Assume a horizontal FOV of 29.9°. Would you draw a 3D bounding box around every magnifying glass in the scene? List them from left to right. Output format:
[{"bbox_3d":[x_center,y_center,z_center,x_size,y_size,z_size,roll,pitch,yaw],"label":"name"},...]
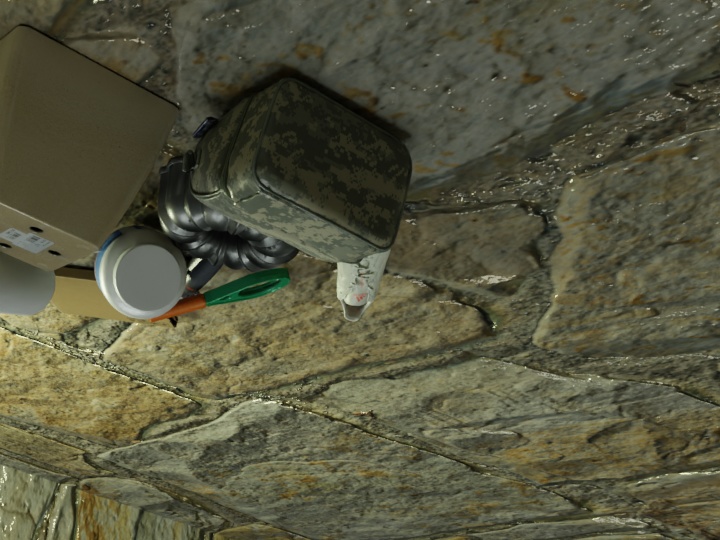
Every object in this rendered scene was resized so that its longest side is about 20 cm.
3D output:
[{"bbox_3d":[-0.191,0.033,1.823,0.197,0.023,0.080,-18,168,-10],"label":"magnifying glass"}]

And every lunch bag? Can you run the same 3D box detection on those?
[{"bbox_3d":[-0.070,-0.094,1.414,0.198,0.141,0.167,26,154,-28],"label":"lunch bag"}]

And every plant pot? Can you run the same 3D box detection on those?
[{"bbox_3d":[-0.346,-0.115,1.463,0.198,0.179,0.199,27,154,-31],"label":"plant pot"}]

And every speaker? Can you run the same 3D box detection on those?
[{"bbox_3d":[-0.426,0.007,1.532,0.080,0.083,0.200,7,177,13],"label":"speaker"}]

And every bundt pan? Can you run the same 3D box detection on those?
[{"bbox_3d":[-0.156,-0.059,1.631,0.199,0.077,0.202,10,158,4],"label":"bundt pan"}]

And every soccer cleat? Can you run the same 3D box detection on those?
[{"bbox_3d":[0.000,0.000,1.685,0.068,0.079,0.201,10,158,5],"label":"soccer cleat"}]

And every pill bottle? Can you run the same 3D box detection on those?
[{"bbox_3d":[-0.280,0.002,1.713,0.111,0.114,0.200,18,180,-14],"label":"pill bottle"}]

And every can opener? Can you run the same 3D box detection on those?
[{"bbox_3d":[-0.228,0.004,1.837,0.078,0.064,0.199,23,156,-24],"label":"can opener"}]

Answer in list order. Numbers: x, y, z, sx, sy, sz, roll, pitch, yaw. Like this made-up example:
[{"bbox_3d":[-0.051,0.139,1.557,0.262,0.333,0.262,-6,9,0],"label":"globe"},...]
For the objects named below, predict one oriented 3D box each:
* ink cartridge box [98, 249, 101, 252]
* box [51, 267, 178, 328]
[{"bbox_3d":[-0.427,-0.066,1.652,0.143,0.085,0.199,-2,175,23],"label":"ink cartridge box"},{"bbox_3d":[-0.394,0.039,2.063,0.197,0.022,0.164,7,157,13],"label":"box"}]
